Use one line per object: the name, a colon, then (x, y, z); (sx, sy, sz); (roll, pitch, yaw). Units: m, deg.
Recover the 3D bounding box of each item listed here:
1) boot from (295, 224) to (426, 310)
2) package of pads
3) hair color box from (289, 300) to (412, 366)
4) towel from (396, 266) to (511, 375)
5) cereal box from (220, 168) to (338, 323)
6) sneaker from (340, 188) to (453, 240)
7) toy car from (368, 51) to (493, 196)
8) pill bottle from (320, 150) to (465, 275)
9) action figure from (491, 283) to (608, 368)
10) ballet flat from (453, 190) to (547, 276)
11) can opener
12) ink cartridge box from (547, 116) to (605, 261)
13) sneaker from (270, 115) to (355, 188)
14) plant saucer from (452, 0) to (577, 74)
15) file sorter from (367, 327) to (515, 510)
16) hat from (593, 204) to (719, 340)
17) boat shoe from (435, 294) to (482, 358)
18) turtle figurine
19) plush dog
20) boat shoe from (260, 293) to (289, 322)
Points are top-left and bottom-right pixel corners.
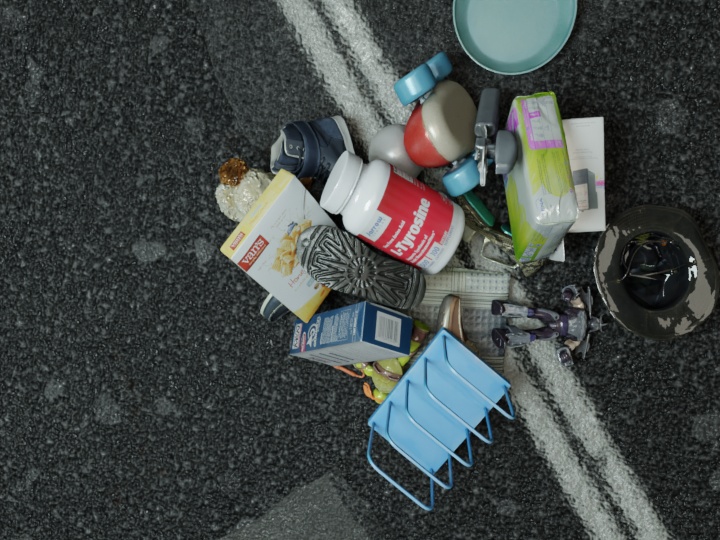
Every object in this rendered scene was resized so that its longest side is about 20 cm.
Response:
boot: (0.000, 0.003, 0.868); (0.206, 0.158, 0.082); (27, 89, -3)
package of pads: (0.258, -0.136, 0.839); (0.065, 0.155, 0.208); (-5, 72, 2)
hair color box: (-0.019, 0.104, 0.891); (0.098, 0.197, 0.063); (21, 65, -33)
towel: (0.150, 0.093, 0.966); (0.192, 0.035, 0.201); (4, 97, 5)
cereal box: (-0.098, -0.030, 0.846); (0.039, 0.200, 0.146); (30, 79, 40)
sneaker: (0.058, -0.096, 0.935); (0.192, 0.082, 0.077); (-11, 94, 10)
toy car: (0.084, -0.202, 0.910); (0.196, 0.177, 0.188); (-23, 106, 36)
pill bottle: (0.045, -0.085, 0.821); (0.195, 0.112, 0.115); (26, 97, -17)
action figure: (0.308, 0.088, 0.912); (0.192, 0.069, 0.136); (0, 88, -8)
ballet flat: (0.212, -0.058, 0.932); (0.197, 0.068, 0.076); (37, 117, 2)
can opener: (0.198, -0.198, 0.826); (0.064, 0.204, 0.055); (3, 135, 16)
ink cartridge box: (0.328, -0.120, 0.880); (0.064, 0.117, 0.209); (-2, 94, 5)
sneaker: (-0.061, -0.141, 0.882); (0.077, 0.143, 0.208); (-39, 70, 48)
plant saucer: (0.244, -0.416, 0.914); (0.192, 0.036, 0.209); (0, 93, 7)
file sorter: (0.115, 0.223, 0.844); (0.137, 0.123, 0.202); (37, 106, -3)
hat: (0.449, 0.005, 0.894); (0.192, 0.081, 0.209); (0, 86, 5)
boat shoe: (0.159, 0.138, 0.920); (0.069, 0.076, 0.208); (-2, 105, 2)
turtle figurine: (0.043, 0.152, 0.936); (0.196, 0.064, 0.167); (25, 106, 27)
plush dog: (-0.145, -0.104, 0.915); (0.160, 0.172, 0.202); (-40, 87, 8)
boat shoe: (-0.083, 0.027, 0.968); (0.198, 0.075, 0.062); (-39, 78, -1)
